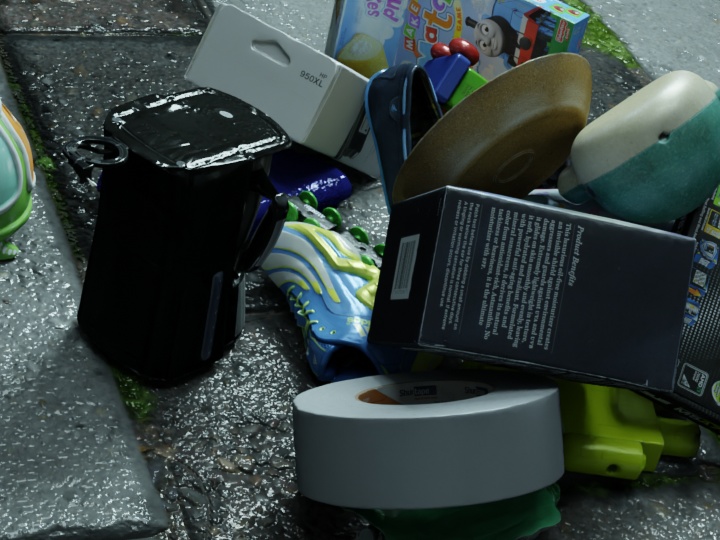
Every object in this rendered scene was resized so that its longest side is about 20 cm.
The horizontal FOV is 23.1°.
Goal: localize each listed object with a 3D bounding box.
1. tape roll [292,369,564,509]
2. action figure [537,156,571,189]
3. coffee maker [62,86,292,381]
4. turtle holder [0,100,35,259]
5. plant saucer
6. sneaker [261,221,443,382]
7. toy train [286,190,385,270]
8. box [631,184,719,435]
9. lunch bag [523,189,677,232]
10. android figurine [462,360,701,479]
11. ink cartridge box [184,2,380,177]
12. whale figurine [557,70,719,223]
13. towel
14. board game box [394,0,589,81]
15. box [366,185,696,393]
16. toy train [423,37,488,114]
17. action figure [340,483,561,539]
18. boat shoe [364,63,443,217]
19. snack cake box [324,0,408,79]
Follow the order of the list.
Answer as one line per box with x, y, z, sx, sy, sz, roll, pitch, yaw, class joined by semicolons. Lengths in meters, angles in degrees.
0.050;0.121;1.294;0.198;0.067;0.200;-3;6;0;tape roll
0.157;-0.092;1.687;0.199;0.118;0.103;26;51;-56;action figure
-0.164;-0.027;1.398;0.190;0.202;0.135;-4;34;-28;coffee maker
-0.367;-0.091;1.484;0.183;0.133;0.142;8;34;-9;turtle holder
0.118;-0.097;1.452;0.199;0.201;0.036;-18;63;-38;plant saucer
-0.027;0.031;1.475;0.199;0.076;0.105;31;37;23;sneaker
0.000;0.000;1.541;0.199;0.057;0.042;35;39;22;toy train
0.333;0.043;1.463;0.192;0.047;0.202;26;74;-9;box
0.210;-0.012;1.578;0.167;0.129;0.200;4;8;-14;lunch bag
0.182;0.108;1.470;0.198;0.041;0.183;11;34;-8;android figurine
-0.056;-0.168;1.672;0.144;0.085;0.200;29;4;22;ink cartridge box
0.240;-0.093;1.461;0.104;0.158;0.200;56;-2;-1;whale figurine
-0.126;-0.072;1.625;0.199;0.050;0.147;-19;38;-38;towel
0.134;-0.239;1.863;0.199;0.153;0.036;31;38;25;board game box
0.126;0.016;1.349;0.196;0.125;0.200;12;-3;-11;box
0.101;-0.170;1.822;0.115;0.085;0.200;35;-5;-12;toy train
0.083;0.186;1.304;0.199;0.055;0.118;-10;38;-42;action figure
0.057;-0.088;1.591;0.084;0.202;0.068;-26;5;-39;boat shoe
0.009;-0.276;1.828;0.066;0.202;0.116;10;33;-6;snack cake box
